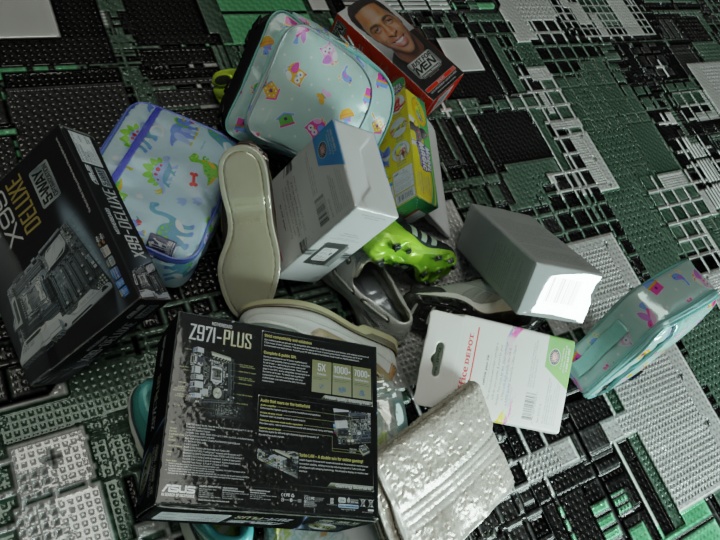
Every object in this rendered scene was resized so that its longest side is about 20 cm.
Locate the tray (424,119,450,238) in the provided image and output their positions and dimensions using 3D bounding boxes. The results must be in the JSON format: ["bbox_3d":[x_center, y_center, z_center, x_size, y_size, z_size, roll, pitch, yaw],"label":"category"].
[{"bbox_3d":[0.089,-0.151,0.990,0.107,0.022,0.203,38,41,-51],"label":"tray"}]

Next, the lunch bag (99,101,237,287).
[{"bbox_3d":[-0.236,-0.091,0.795,0.159,0.083,0.202,24,54,-7],"label":"lunch bag"}]

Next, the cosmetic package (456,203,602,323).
[{"bbox_3d":[0.213,-0.014,0.900,0.100,0.072,0.200,9,23,-19],"label":"cosmetic package"}]

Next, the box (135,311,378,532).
[{"bbox_3d":[-0.089,0.143,0.628,0.198,0.086,0.166,12,61,-24],"label":"box"}]

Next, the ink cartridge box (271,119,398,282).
[{"bbox_3d":[-0.055,-0.066,0.805,0.066,0.199,0.117,7,58,-41],"label":"ink cartridge box"}]

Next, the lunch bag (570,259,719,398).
[{"bbox_3d":[0.357,0.085,0.898,0.159,0.201,0.077,-23,62,-33],"label":"lunch bag"}]

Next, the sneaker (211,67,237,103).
[{"bbox_3d":[-0.108,-0.251,0.961,0.197,0.075,0.084,-2,30,-18],"label":"sneaker"}]

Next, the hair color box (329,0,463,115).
[{"bbox_3d":[0.054,-0.335,1.078,0.200,0.061,0.102,42,55,3],"label":"hair color box"}]

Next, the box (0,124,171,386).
[{"bbox_3d":[-0.295,-0.014,0.680,0.202,0.157,0.050,60,17,15],"label":"box"}]

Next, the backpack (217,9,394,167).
[{"bbox_3d":[-0.056,-0.209,0.863,0.198,0.153,0.178,22,97,-28],"label":"backpack"}]

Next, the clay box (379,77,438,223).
[{"bbox_3d":[0.040,-0.152,0.931,0.047,0.114,0.203,23,52,-39],"label":"clay box"}]

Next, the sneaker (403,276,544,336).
[{"bbox_3d":[0.143,0.045,0.906,0.197,0.075,0.080,5,41,-22],"label":"sneaker"}]

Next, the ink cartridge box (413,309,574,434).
[{"bbox_3d":[0.151,0.120,0.835,0.197,0.067,0.119,15,84,-17],"label":"ink cartridge box"}]

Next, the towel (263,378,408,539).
[{"bbox_3d":[-0.023,0.222,0.721,0.169,0.048,0.203,-3,75,-22],"label":"towel"}]

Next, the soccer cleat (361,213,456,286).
[{"bbox_3d":[0.060,-0.035,0.866,0.199,0.067,0.082,20,36,-55],"label":"soccer cleat"}]

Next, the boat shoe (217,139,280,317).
[{"bbox_3d":[-0.126,-0.045,0.778,0.071,0.203,0.060,-1,20,-1],"label":"boat shoe"}]

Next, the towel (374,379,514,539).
[{"bbox_3d":[0.086,0.215,0.724,0.199,0.034,0.134,-26,99,-41],"label":"towel"}]

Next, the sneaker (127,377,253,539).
[{"bbox_3d":[-0.159,0.187,0.671,0.077,0.080,0.201,-26,75,-33],"label":"sneaker"}]

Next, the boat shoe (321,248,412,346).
[{"bbox_3d":[0.000,0.000,0.854,0.070,0.070,0.200,-31,73,-32],"label":"boat shoe"}]

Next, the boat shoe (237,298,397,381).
[{"bbox_3d":[-0.046,0.090,0.780,0.198,0.075,0.069,17,54,-18],"label":"boat shoe"}]
